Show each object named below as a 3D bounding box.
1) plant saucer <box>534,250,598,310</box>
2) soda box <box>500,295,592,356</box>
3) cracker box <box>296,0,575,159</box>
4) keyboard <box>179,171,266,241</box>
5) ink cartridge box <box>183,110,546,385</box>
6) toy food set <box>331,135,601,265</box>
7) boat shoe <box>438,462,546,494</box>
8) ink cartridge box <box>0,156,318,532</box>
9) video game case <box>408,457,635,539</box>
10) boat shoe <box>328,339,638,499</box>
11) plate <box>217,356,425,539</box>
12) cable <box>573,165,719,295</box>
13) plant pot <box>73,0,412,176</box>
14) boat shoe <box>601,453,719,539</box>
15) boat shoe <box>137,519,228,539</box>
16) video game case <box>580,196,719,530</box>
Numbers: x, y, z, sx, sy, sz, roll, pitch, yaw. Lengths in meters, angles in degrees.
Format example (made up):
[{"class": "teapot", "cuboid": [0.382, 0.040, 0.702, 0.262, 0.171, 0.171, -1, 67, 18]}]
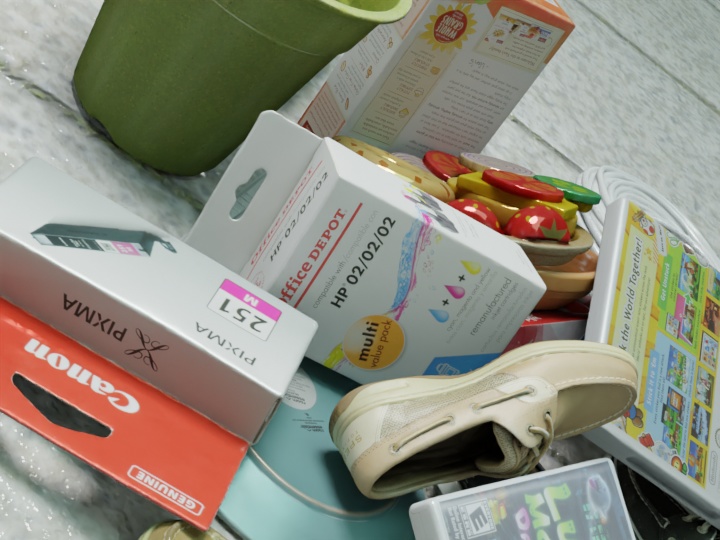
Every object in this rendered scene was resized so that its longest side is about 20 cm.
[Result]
[{"class": "plant saucer", "cuboid": [0.085, -0.014, 1.071, 0.198, 0.038, 0.200, 14, 14, -3]}, {"class": "soda box", "cuboid": [0.121, 0.054, 1.047, 0.070, 0.064, 0.199, 24, 16, 36]}, {"class": "cracker box", "cuboid": [0.055, -0.149, 1.118, 0.133, 0.201, 0.058, 16, 31, -38]}, {"class": "keyboard", "cuboid": [-0.068, -0.035, 1.011, 0.056, 0.011, 0.200, 42, 28, 0]}, {"class": "ink cartridge box", "cuboid": [0.000, 0.000, 0.893, 0.199, 0.116, 0.068, 27, 18, -21]}, {"class": "toy food set", "cuboid": [0.076, -0.054, 1.041, 0.198, 0.049, 0.198, 19, 14, 18]}, {"class": "boat shoe", "cuboid": [0.137, 0.182, 0.909, 0.200, 0.060, 0.074, 46, 12, 7]}, {"class": "ink cartridge box", "cuboid": [-0.133, 0.031, 0.771, 0.199, 0.044, 0.174, 31, 25, -2]}, {"class": "video game case", "cuboid": [0.116, 0.215, 0.805, 0.181, 0.023, 0.202, -2, 72, -48]}, {"class": "boat shoe", "cuboid": [0.083, 0.095, 0.850, 0.198, 0.072, 0.065, -11, 43, -16]}, {"class": "plate", "cuboid": [-0.034, 0.097, 0.860, 0.199, 0.026, 0.201, 30, 32, -21]}, {"class": "cable", "cuboid": [0.266, -0.008, 1.330, 0.199, 0.069, 0.201, 4, 46, -50]}, {"class": "plant pot", "cuboid": [-0.097, -0.171, 0.972, 0.199, 0.190, 0.201, 29, 31, -20]}, {"class": "boat shoe", "cuboid": [0.238, 0.204, 1.010, 0.070, 0.064, 0.201, 6, 45, -47]}, {"class": "boat shoe", "cuboid": [-0.028, 0.192, 0.698, 0.201, 0.063, 0.073, 48, 29, 10]}, {"class": "video game case", "cuboid": [0.233, 0.071, 1.021, 0.181, 0.023, 0.201, 35, 49, -21]}]
